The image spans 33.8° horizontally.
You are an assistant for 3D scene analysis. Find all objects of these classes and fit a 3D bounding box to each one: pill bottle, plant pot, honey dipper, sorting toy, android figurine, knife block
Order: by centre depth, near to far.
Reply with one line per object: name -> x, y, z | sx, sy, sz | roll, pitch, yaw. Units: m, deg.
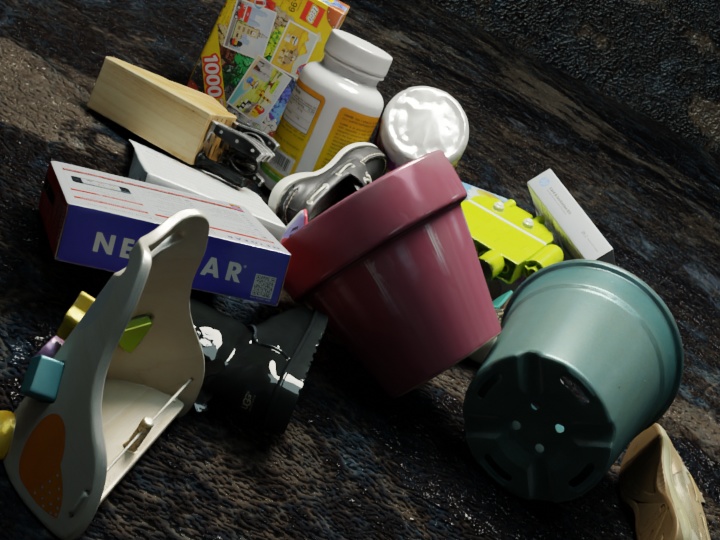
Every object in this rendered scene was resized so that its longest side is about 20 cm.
sorting toy -> -0.163, 0.047, 0.814 | 0.106, 0.182, 0.200 | 31, 21, 2
plant pot -> 0.038, 0.013, 1.137 | 0.181, 0.198, 0.200 | 60, 25, 2
plant pot -> 0.200, 0.116, 1.159 | 0.199, 0.202, 0.196 | 35, 29, 11
knife block -> -0.196, -0.162, 1.346 | 0.198, 0.065, 0.176 | 19, 13, -30
pill bottle -> -0.038, -0.183, 1.440 | 0.110, 0.202, 0.111 | 24, 16, -7
android figurine -> 0.170, -0.045, 1.492 | 0.181, 0.042, 0.199 | 32, 33, 21
pill bottle -> 0.067, -0.143, 1.518 | 0.111, 0.113, 0.200 | 32, -20, 4
honey dipper -> 0.133, -0.019, 1.561 | 0.037, 0.038, 0.201 | 20, 20, -26

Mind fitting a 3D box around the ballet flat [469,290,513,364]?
ballet flat -> 0.152, 0.072, 1.356 | 0.076, 0.067, 0.199 | 62, 26, 7

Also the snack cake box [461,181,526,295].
snack cake box -> 0.191, -0.035, 1.620 | 0.114, 0.068, 0.201 | 18, 25, -33

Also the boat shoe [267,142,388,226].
boat shoe -> -0.022, -0.094, 1.369 | 0.060, 0.075, 0.199 | 25, 30, 30

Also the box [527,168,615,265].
box -> 0.292, -0.019, 1.585 | 0.157, 0.041, 0.201 | 59, -3, 36

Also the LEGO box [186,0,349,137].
LEGO box -> -0.125, -0.294, 1.581 | 0.147, 0.202, 0.077 | 28, 20, -4

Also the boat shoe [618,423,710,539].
boat shoe -> 0.311, 0.236, 1.201 | 0.064, 0.072, 0.201 | 32, 29, -13

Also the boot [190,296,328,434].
boot -> -0.118, 0.057, 1.015 | 0.160, 0.074, 0.199 | 24, 20, -1

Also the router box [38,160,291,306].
router box -> -0.180, -0.036, 1.058 | 0.197, 0.050, 0.179 | 13, 12, -22

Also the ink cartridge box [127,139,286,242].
ink cartridge box -> -0.178, -0.078, 1.281 | 0.160, 0.051, 0.200 | 22, 6, -21

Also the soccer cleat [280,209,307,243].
soccer cleat -> 0.000, 0.000, 1.276 | 0.197, 0.077, 0.067 | 22, 23, -23
